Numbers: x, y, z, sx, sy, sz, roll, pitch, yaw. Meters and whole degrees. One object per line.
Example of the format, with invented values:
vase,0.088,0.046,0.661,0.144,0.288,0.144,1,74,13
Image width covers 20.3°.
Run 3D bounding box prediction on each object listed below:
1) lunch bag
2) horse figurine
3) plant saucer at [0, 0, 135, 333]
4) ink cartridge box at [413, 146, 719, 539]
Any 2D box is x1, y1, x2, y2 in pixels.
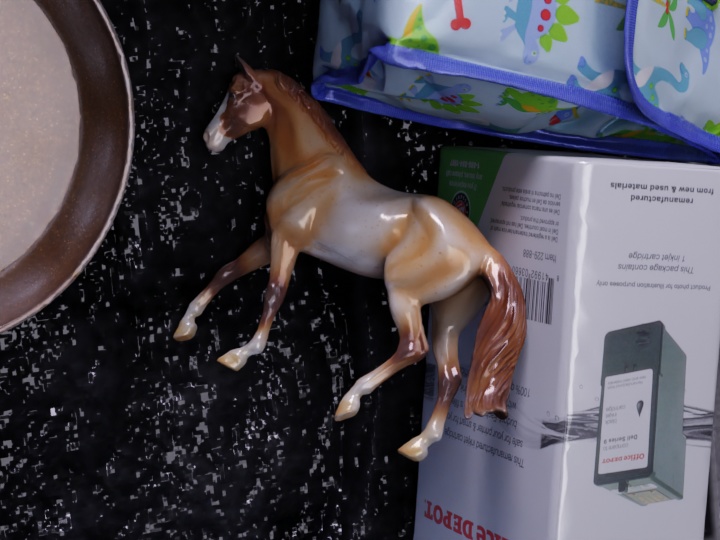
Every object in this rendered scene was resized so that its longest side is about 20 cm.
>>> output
lunch bag,0.092,-0.147,0.921,0.199,0.127,0.171,11,82,-22
horse figurine,0.000,0.000,0.912,0.199,0.050,0.133,25,85,24
plant saucer,-0.200,-0.065,0.881,0.199,0.034,0.202,-2,96,-20
ink cartridge box,0.094,0.046,0.938,0.084,0.146,0.201,2,96,-23
